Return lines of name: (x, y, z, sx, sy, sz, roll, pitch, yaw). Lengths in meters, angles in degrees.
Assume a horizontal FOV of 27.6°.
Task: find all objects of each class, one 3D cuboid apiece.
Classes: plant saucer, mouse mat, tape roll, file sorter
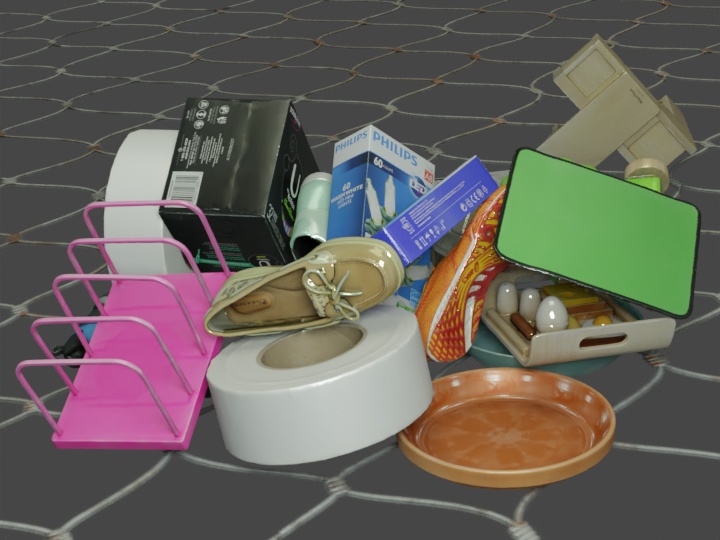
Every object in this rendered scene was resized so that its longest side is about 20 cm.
plant saucer: (0.130, 0.144, 1.323, 0.197, 0.033, 0.201, -4, 22, 1)
mouse mat: (0.231, -0.039, 1.412, 0.197, 0.008, 0.162, 18, 47, 1)
tape roll: (-0.214, -0.055, 1.631, 0.070, 0.205, 0.203, 2, 22, 13)
file sorter: (-0.216, 0.047, 1.361, 0.137, 0.126, 0.202, -2, 48, 20)
plant saucer: (0.188, 0.067, 1.490, 0.197, 0.036, 0.200, -3, 18, 1)
tape roll: (-0.037, 0.100, 1.333, 0.200, 0.072, 0.203, -13, 17, 4)

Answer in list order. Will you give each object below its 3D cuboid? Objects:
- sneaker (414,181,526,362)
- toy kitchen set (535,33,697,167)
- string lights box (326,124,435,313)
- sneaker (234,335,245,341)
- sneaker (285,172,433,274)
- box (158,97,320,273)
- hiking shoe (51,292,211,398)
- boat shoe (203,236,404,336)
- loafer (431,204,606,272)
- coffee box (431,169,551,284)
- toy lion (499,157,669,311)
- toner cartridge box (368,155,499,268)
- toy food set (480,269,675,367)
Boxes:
sneaker: (0.104, -0.006, 1.441, 0.201, 0.073, 0.077, -56, 31, -10)
toy kitchen set: (0.326, -0.207, 2.008, 0.163, 0.200, 0.181, -41, 13, 19)
string lights box: (0.019, -0.035, 1.504, 0.102, 0.202, 0.059, 28, -36, -36)
sneaker: (-0.069, 0.038, 1.512, 0.072, 0.073, 0.200, -8, 3, 23)
sneaker: (-0.001, 0.000, 1.567, 0.073, 0.200, 0.119, -34, 25, 36)
box: (-0.122, -0.072, 1.607, 0.122, 0.201, 0.150, 3, 63, 15)
hiking shoe: (-0.217, 0.095, 1.463, 0.199, 0.075, 0.087, 20, 57, 41)
boat shoe: (-0.051, 0.024, 1.331, 0.198, 0.074, 0.063, -17, 18, 30)
loafer: (0.165, -0.024, 1.496, 0.198, 0.063, 0.073, -1, 58, 33)
coffee box: (0.157, -0.048, 1.681, 0.197, 0.116, 0.080, -8, 22, -11)
toy lion: (0.236, -0.039, 1.553, 0.189, 0.201, 0.069, -5, 46, 14)
toner cartridge box: (0.051, -0.039, 1.412, 0.095, 0.043, 0.200, -36, 2, 38)
toy food set: (0.203, 0.032, 1.438, 0.141, 0.061, 0.200, -7, 19, -11)
